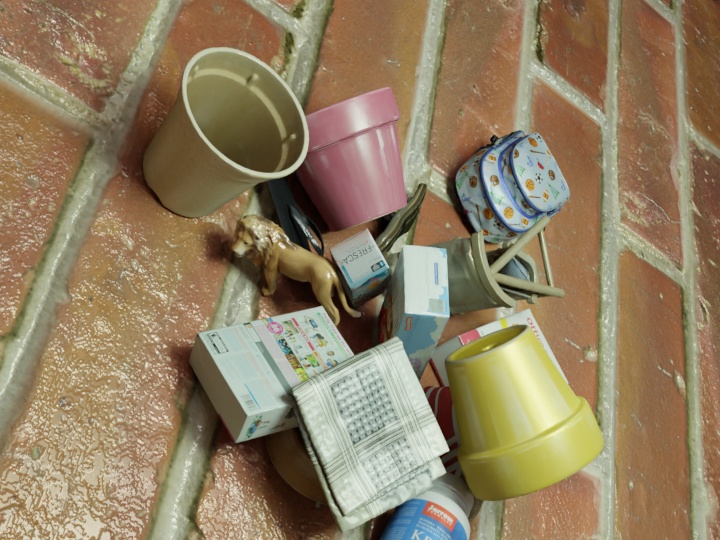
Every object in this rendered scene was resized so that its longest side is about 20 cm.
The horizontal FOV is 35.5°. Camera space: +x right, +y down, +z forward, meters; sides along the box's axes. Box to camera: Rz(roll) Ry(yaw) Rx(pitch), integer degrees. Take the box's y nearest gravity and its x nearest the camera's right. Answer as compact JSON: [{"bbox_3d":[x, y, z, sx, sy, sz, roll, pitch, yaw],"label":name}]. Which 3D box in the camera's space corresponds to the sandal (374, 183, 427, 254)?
[{"bbox_3d":[0.054,-0.085,1.830,0.054,0.082,0.200,32,50,9],"label":"sandal"}]

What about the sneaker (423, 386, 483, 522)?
[{"bbox_3d":[0.128,0.268,1.673,0.071,0.112,0.203,-6,98,-46],"label":"sneaker"}]

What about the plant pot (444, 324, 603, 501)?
[{"bbox_3d":[0.210,0.186,1.548,0.200,0.200,0.191,-27,96,-47],"label":"plant pot"}]

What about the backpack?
[{"bbox_3d":[0.265,-0.143,1.995,0.190,0.154,0.201,-32,90,-37],"label":"backpack"}]

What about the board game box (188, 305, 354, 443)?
[{"bbox_3d":[-0.105,0.134,1.486,0.198,0.065,0.148,-11,50,-34],"label":"board game box"}]

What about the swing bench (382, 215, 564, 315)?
[{"bbox_3d":[0.175,0.006,1.754,0.199,0.198,0.131,-14,92,-45],"label":"swing bench"}]

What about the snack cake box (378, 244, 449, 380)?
[{"bbox_3d":[0.074,0.068,1.640,0.066,0.201,0.116,5,56,-9],"label":"snack cake box"}]

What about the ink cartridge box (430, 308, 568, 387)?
[{"bbox_3d":[0.223,0.159,1.804,0.199,0.083,0.146,-16,75,-46],"label":"ink cartridge box"}]

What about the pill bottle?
[{"bbox_3d":[0.084,0.371,1.524,0.112,0.112,0.201,44,43,-11],"label":"pill bottle"}]

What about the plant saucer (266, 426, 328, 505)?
[{"bbox_3d":[-0.026,0.224,1.505,0.198,0.036,0.201,11,41,-10],"label":"plant saucer"}]

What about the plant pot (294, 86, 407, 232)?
[{"bbox_3d":[-0.016,-0.164,1.734,0.199,0.199,0.181,-27,99,-47],"label":"plant pot"}]

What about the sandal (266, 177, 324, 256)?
[{"bbox_3d":[-0.091,-0.068,1.675,0.202,0.042,0.076,68,11,15],"label":"sandal"}]

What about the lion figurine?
[{"bbox_3d":[-0.087,-0.005,1.577,0.198,0.123,0.073,19,48,10],"label":"lion figurine"}]

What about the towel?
[{"bbox_3d":[0.017,0.210,1.448,0.191,0.034,0.202,-22,92,-36],"label":"towel"}]

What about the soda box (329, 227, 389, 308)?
[{"bbox_3d":[0.000,0.000,1.633,0.063,0.200,0.069,-29,81,-3],"label":"soda box"}]

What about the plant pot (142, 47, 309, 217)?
[{"bbox_3d":[-0.203,-0.173,1.561,0.199,0.183,0.202,21,52,-30],"label":"plant pot"}]
